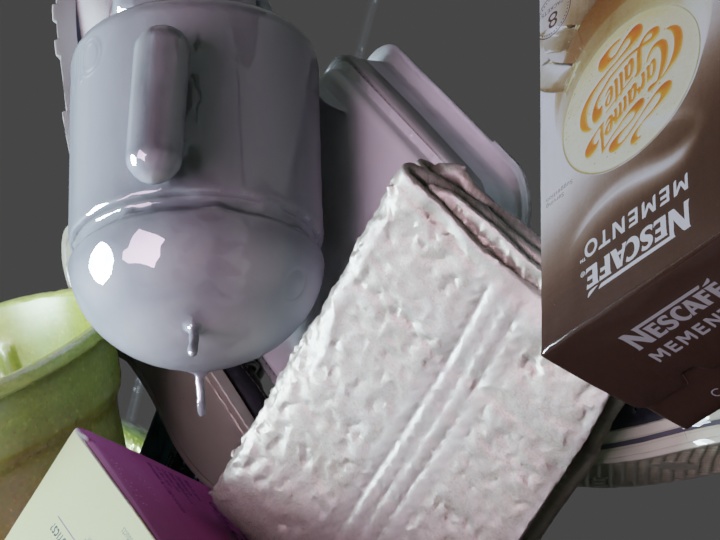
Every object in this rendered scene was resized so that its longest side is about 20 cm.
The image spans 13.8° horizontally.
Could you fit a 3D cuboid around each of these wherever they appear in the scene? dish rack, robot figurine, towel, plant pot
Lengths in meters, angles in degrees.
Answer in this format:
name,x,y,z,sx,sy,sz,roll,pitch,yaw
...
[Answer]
name,x,y,z,sx,sy,sz,roll,pitch,yaw
dish rack,0.000,0.000,1.337,0.200,0.043,0.172,51,127,58
robot figurine,-0.073,-0.041,1.323,0.112,0.170,0.201,-7,65,11
towel,0.027,0.063,1.240,0.132,0.034,0.200,41,119,17
plant pot,-0.180,0.130,1.420,0.200,0.200,0.185,-6,107,44

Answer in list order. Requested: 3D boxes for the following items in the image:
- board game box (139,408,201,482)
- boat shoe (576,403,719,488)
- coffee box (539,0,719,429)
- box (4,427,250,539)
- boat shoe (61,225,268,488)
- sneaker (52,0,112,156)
name,x,y,z,sx,sy,sz,roll,pitch,yaw
board game box,-0.083,0.178,1.475,0.135,0.028,0.201,39,116,37
boat shoe,0.111,0.056,1.256,0.199,0.074,0.063,-14,70,46
coffee box,0.135,-0.056,1.169,0.114,0.080,0.201,-37,37,38
box,-0.109,0.203,1.273,0.200,0.096,0.176,-57,34,7
boat shoe,-0.073,0.038,1.436,0.200,0.062,0.073,49,144,35
sneaker,-0.109,-0.102,1.476,0.080,0.077,0.201,-12,59,0
